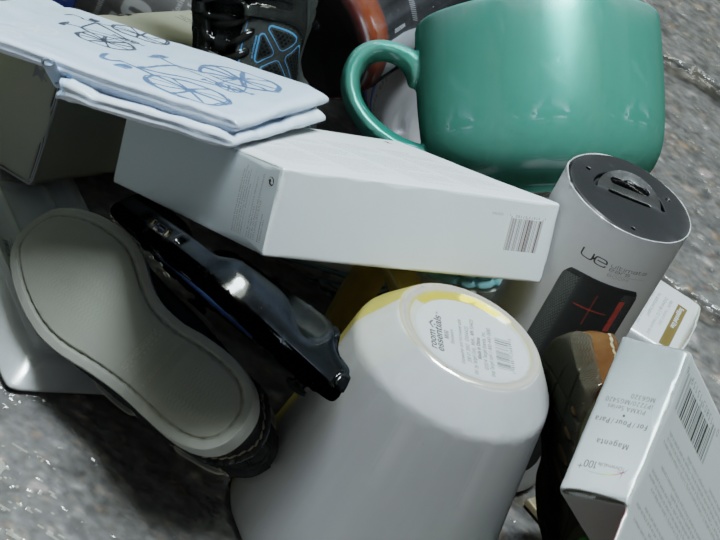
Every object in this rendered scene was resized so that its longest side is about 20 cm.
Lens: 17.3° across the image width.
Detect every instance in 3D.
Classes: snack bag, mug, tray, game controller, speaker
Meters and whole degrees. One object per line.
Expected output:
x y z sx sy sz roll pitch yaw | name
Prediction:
-0.131 -0.112 1.301 0.199 0.022 0.189 19 13 10 | snack bag
0.097 -0.094 1.459 0.152 0.184 0.116 11 74 -58 | mug
-0.181 -0.006 1.360 0.107 0.022 0.201 4 40 -34 | tray
-0.072 0.011 1.253 0.104 0.042 0.200 34 -1 -26 | game controller
0.014 0.079 1.275 0.187 0.154 0.149 44 35 23 | mug
0.113 0.031 1.376 0.081 0.201 0.081 20 32 -13 | speaker

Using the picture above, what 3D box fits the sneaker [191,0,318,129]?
-0.068 -0.136 1.412 0.073 0.201 0.082 7 35 24 | sneaker

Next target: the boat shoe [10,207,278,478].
-0.115 0.039 1.276 0.200 0.074 0.060 37 -11 32 | boat shoe

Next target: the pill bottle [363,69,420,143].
0.049 -0.162 1.684 0.111 0.112 0.201 14 35 -24 | pill bottle

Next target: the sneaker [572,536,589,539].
0.081 0.195 1.220 0.078 0.085 0.200 42 33 0 | sneaker

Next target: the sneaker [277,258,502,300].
0.000 0.000 1.459 0.199 0.087 0.078 17 41 22 | sneaker

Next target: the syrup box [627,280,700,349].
0.110 0.015 1.513 0.199 0.079 0.081 32 31 4 | syrup box

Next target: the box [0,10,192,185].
-0.149 -0.109 1.450 0.068 0.083 0.199 30 21 27 | box

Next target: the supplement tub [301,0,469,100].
0.029 -0.199 1.557 0.107 0.107 0.200 40 51 17 | supplement tub

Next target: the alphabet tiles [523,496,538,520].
0.212 0.193 1.414 0.166 0.008 0.200 -8 48 -46 | alphabet tiles

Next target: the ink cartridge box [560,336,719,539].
0.149 0.161 1.219 0.043 0.200 0.174 11 62 31 | ink cartridge box

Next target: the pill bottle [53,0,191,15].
-0.159 -0.210 1.580 0.199 0.114 0.114 25 32 -6 | pill bottle

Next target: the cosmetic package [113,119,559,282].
-0.013 -0.043 1.309 0.199 0.052 0.150 6 15 -39 | cosmetic package

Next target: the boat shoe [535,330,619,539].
0.137 0.099 1.301 0.073 0.201 0.076 -9 55 -4 | boat shoe
